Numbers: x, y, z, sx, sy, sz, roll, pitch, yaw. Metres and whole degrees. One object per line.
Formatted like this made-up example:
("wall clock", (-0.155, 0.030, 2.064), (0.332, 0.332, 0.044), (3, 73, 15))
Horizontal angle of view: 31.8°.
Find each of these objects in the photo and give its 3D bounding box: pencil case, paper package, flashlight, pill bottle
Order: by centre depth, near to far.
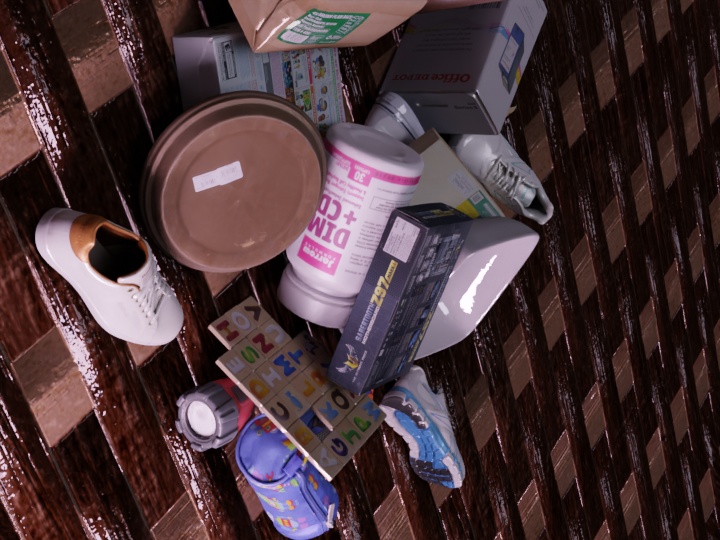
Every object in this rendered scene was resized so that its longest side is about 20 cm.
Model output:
("paper package", (-0.053, -0.326, 1.287), (0.199, 0.103, 0.193), (-14, 75, -53))
("pencil case", (-0.074, 0.227, 1.357), (0.078, 0.086, 0.201), (-53, 155, -19))
("flashlight", (-0.114, 0.131, 1.361), (0.199, 0.067, 0.069), (-23, 122, -57))
("pill bottle", (-0.016, -0.048, 1.381), (0.113, 0.113, 0.203), (-7, 124, -54))

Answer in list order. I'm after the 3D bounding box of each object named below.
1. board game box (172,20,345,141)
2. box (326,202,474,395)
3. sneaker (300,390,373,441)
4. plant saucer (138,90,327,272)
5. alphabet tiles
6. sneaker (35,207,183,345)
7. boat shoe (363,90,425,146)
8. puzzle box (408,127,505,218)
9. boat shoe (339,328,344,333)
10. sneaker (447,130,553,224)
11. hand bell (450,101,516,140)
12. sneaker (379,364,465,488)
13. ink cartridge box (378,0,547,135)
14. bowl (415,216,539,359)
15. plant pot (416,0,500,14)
("board game box", (-0.100, -0.189, 1.335), (0.199, 0.063, 0.150), (-26, 116, -49))
("box", (0.045, 0.028, 1.393), (0.157, 0.051, 0.203), (-13, 129, -66))
("sneaker", (-0.014, 0.159, 1.469), (0.200, 0.078, 0.076), (-46, 160, -41))
("plant saucer", (-0.121, -0.080, 1.253), (0.197, 0.030, 0.203), (-13, 126, -18))
("alphabet tiles", (-0.069, 0.114, 1.333), (0.200, 0.008, 0.167), (46, 27, 3))
("sneaker", (-0.214, 0.015, 1.183), (0.200, 0.084, 0.074), (47, 56, -48))
("boat shoe", (0.059, -0.138, 1.574), (0.067, 0.073, 0.200), (-50, 131, -10))
("puzzle box", (0.086, -0.080, 1.572), (0.132, 0.026, 0.200), (-37, 140, 9))
("boat shoe", (0.000, 0.000, 1.497), (0.071, 0.063, 0.203), (-38, 126, -45))
("sneaker", (0.187, -0.124, 1.620), (0.199, 0.080, 0.071), (30, 104, -43))
("hand bell", (0.140, -0.129, 1.682), (0.103, 0.103, 0.203), (-16, 120, -52))
("sneaker", (0.096, 0.204, 1.658), (0.087, 0.074, 0.202), (-61, 139, -37))
("ink cartridge box", (0.128, -0.273, 1.574), (0.088, 0.143, 0.202), (51, 53, -45))
("bowl", (0.111, 0.012, 1.570), (0.199, 0.075, 0.201), (-17, 145, -53))
("plant pot", (0.080, -0.381, 1.448), (0.199, 0.196, 0.204), (-11, 104, -52))
